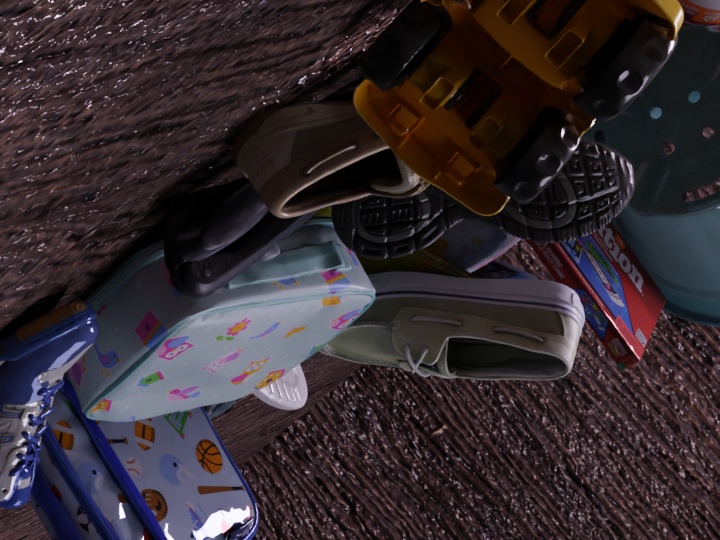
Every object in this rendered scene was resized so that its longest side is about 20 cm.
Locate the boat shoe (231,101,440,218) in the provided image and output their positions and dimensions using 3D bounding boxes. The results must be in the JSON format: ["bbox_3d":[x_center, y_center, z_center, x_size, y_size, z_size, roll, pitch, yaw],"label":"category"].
[{"bbox_3d":[0.021,-0.073,1.551,0.200,0.065,0.072,-12,147,-29],"label":"boat shoe"}]

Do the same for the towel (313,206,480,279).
[{"bbox_3d":[0.000,0.000,1.772,0.086,0.200,0.018,-43,-153,35],"label":"towel"}]

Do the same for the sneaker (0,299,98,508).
[{"bbox_3d":[-0.224,0.101,1.595,0.200,0.088,0.075,-42,172,22],"label":"sneaker"}]

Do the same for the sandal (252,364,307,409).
[{"bbox_3d":[-0.109,0.063,1.955,0.050,0.082,0.203,-23,153,22],"label":"sandal"}]

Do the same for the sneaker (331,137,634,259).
[{"bbox_3d":[0.082,-0.059,1.668,0.200,0.076,0.091,-4,-165,5],"label":"sneaker"}]

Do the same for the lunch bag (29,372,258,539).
[{"bbox_3d":[-0.164,0.145,1.749,0.076,0.200,0.160,-32,180,36],"label":"lunch bag"}]

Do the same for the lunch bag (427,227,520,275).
[{"bbox_3d":[0.037,-0.045,1.869,0.200,0.127,0.170,-32,180,30],"label":"lunch bag"}]

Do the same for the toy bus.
[{"bbox_3d":[0.111,-0.159,1.497,0.200,0.136,0.192,-48,-175,39],"label":"toy bus"}]

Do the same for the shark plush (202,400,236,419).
[{"bbox_3d":[-0.117,0.103,1.860,0.083,0.091,0.200,-7,134,-46],"label":"shark plush"}]

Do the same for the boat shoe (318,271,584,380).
[{"bbox_3d":[0.056,0.043,1.753,0.200,0.072,0.062,-3,-135,13],"label":"boat shoe"}]

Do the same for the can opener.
[{"bbox_3d":[-0.051,-0.048,1.598,0.079,0.063,0.200,-4,-154,46],"label":"can opener"}]

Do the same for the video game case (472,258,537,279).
[{"bbox_3d":[0.017,0.013,1.973,0.182,0.023,0.200,-13,-165,-19],"label":"video game case"}]

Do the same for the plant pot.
[{"bbox_3d":[0.261,-0.079,1.870,0.200,0.200,0.196,-39,154,5],"label":"plant pot"}]

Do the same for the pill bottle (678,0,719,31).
[{"bbox_3d":[0.240,-0.215,1.908,0.110,0.110,0.200,-36,174,-21],"label":"pill bottle"}]

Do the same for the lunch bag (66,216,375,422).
[{"bbox_3d":[-0.094,0.027,1.691,0.200,0.077,0.160,-9,153,-47],"label":"lunch bag"}]

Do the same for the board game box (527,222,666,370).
[{"bbox_3d":[0.149,-0.032,1.806,0.019,0.200,0.103,-31,-167,28],"label":"board game box"}]
